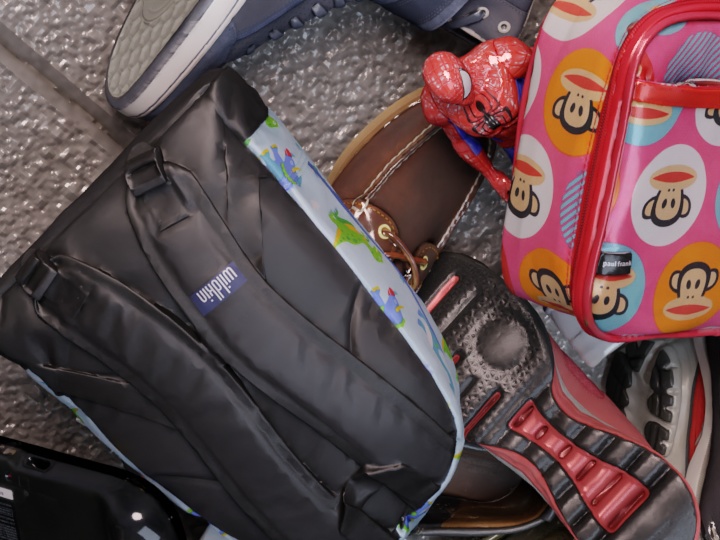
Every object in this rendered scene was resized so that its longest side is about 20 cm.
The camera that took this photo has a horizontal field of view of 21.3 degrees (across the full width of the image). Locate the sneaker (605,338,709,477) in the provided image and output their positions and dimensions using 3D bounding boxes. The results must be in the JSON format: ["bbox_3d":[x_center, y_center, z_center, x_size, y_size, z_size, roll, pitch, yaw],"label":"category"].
[{"bbox_3d":[0.182,0.127,1.078,0.084,0.077,0.202,-7,119,-26],"label":"sneaker"}]

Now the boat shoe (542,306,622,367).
[{"bbox_3d":[0.180,-0.007,0.988,0.198,0.067,0.074,-24,167,-17],"label":"boat shoe"}]

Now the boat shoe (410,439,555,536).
[{"bbox_3d":[0.011,0.102,0.993,0.198,0.068,0.072,7,114,-25],"label":"boat shoe"}]

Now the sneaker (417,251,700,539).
[{"bbox_3d":[0.091,0.077,0.981,0.074,0.087,0.200,-42,81,2],"label":"sneaker"}]

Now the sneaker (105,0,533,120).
[{"bbox_3d":[-0.008,-0.119,0.860,0.146,0.077,0.203,38,97,-32],"label":"sneaker"}]

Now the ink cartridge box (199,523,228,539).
[{"bbox_3d":[-0.073,0.216,0.955,0.201,0.047,0.160,-57,157,-5],"label":"ink cartridge box"}]

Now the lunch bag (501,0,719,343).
[{"bbox_3d":[0.160,-0.064,0.860,0.198,0.082,0.178,-4,111,-38],"label":"lunch bag"}]

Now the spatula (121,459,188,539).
[{"bbox_3d":[-0.088,0.119,0.890,0.056,0.201,0.021,-30,156,12],"label":"spatula"}]

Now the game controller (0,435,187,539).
[{"bbox_3d":[-0.159,0.122,0.866,0.042,0.198,0.105,-29,124,-55],"label":"game controller"}]

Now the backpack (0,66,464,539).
[{"bbox_3d":[-0.041,0.035,0.833,0.200,0.154,0.163,45,99,0],"label":"backpack"}]

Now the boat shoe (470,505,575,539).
[{"bbox_3d":[0.052,0.190,1.036,0.200,0.073,0.063,-34,152,-13],"label":"boat shoe"}]

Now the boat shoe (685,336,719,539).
[{"bbox_3d":[0.212,0.065,1.003,0.073,0.060,0.202,25,63,-22],"label":"boat shoe"}]

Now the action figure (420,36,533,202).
[{"bbox_3d":[0.085,-0.064,0.901,0.065,0.052,0.199,-29,151,25],"label":"action figure"}]

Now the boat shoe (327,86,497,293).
[{"bbox_3d":[0.000,0.000,0.932,0.070,0.070,0.200,35,97,-33],"label":"boat shoe"}]
